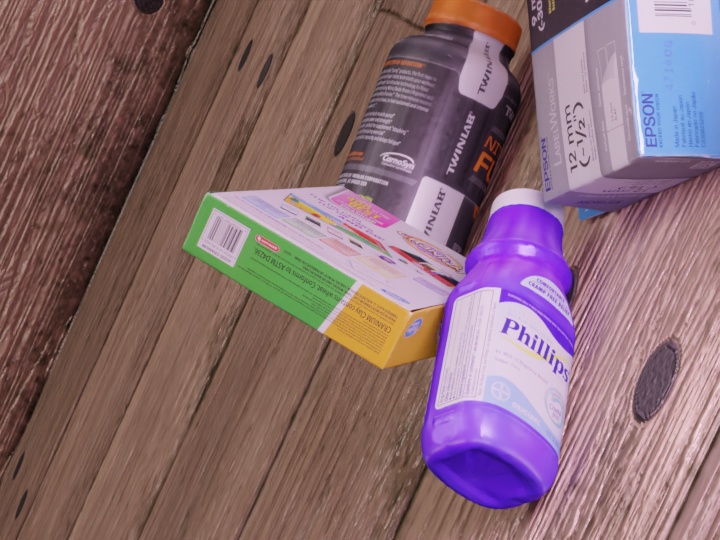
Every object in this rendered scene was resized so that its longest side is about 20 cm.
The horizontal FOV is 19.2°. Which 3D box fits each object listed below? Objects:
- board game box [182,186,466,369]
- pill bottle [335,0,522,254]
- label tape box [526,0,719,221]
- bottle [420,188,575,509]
[{"bbox_3d":[0.000,0.000,1.348,0.040,0.153,0.200,-64,-20,14],"label":"board game box"},{"bbox_3d":[0.053,-0.102,1.578,0.200,0.106,0.106,-69,14,-7],"label":"pill bottle"},{"bbox_3d":[0.142,-0.115,1.256,0.200,0.066,0.143,156,111,-67],"label":"label tape box"},{"bbox_3d":[0.088,0.041,1.267,0.065,0.084,0.200,-24,39,38],"label":"bottle"}]
